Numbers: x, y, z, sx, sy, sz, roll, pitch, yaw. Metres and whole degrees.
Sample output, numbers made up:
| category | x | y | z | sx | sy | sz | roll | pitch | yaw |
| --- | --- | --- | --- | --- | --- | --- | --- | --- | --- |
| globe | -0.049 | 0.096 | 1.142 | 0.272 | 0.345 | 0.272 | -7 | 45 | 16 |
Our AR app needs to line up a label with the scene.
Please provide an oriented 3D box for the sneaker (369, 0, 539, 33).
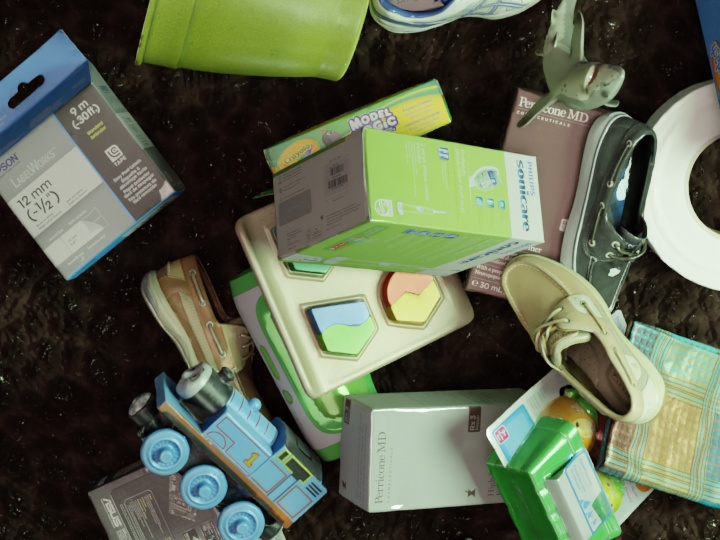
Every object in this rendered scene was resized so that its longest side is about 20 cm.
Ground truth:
| category | x | y | z | sx | sy | sz | roll | pitch | yaw |
| --- | --- | --- | --- | --- | --- | --- | --- | --- | --- |
| sneaker | 0.105 | -0.269 | 1.402 | 0.198 | 0.088 | 0.076 | -19 | 94 | 5 |

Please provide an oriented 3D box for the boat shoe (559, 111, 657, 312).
| category | x | y | z | sx | sy | sz | roll | pitch | yaw |
| --- | --- | --- | --- | --- | --- | --- | --- | --- | --- |
| boat shoe | 0.238 | -0.043 | 1.374 | 0.069 | 0.066 | 0.202 | 0 | 106 | -36 |

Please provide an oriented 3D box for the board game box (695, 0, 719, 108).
| category | x | y | z | sx | sy | sz | roll | pitch | yaw |
| --- | --- | --- | --- | --- | --- | --- | --- | --- | --- |
| board game box | 0.396 | -0.179 | 1.348 | 0.151 | 0.045 | 0.202 | 0 | 67 | -14 |

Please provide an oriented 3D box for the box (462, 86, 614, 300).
| category | x | y | z | sx | sy | sz | roll | pitch | yaw |
| --- | --- | --- | --- | --- | --- | --- | --- | --- | --- |
| box | 0.171 | -0.068 | 1.431 | 0.099 | 0.075 | 0.202 | 14 | 96 | 2 |

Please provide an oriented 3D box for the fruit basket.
| category | x | y | z | sx | sy | sz | roll | pitch | yaw |
| --- | --- | --- | --- | --- | --- | --- | --- | --- | --- |
| fruit basket | 0.221 | 0.168 | 1.403 | 0.199 | 0.093 | 0.186 | -35 | 113 | -24 |

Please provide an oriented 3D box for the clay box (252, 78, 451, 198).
| category | x | y | z | sx | sy | sz | roll | pitch | yaw |
| --- | --- | --- | --- | --- | --- | --- | --- | --- | --- |
| clay box | -0.012 | -0.125 | 1.415 | 0.198 | 0.115 | 0.048 | -21 | 95 | 6 |

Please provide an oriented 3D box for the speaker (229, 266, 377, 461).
| category | x | y | z | sx | sy | sz | roll | pitch | yaw |
| --- | --- | --- | --- | --- | --- | --- | --- | --- | --- |
| speaker | -0.051 | 0.082 | 1.460 | 0.088 | 0.088 | 0.201 | -27 | 95 | 7 |

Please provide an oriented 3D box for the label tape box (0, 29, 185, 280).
| category | x | y | z | sx | sy | sz | roll | pitch | yaw |
| --- | --- | --- | --- | --- | --- | --- | --- | --- | --- |
| label tape box | -0.290 | -0.114 | 1.461 | 0.143 | 0.066 | 0.201 | -37 | 95 | 8 |

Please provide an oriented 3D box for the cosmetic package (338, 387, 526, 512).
| category | x | y | z | sx | sy | sz | roll | pitch | yaw |
| --- | --- | --- | --- | --- | --- | --- | --- | --- | --- |
| cosmetic package | 0.084 | 0.170 | 1.429 | 0.198 | 0.074 | 0.103 | -2 | 98 | -25 |

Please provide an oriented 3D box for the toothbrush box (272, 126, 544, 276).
| category | x | y | z | sx | sy | sz | roll | pitch | yaw |
| --- | --- | --- | --- | --- | --- | --- | --- | --- | --- |
| toothbrush box | 0.042 | -0.056 | 1.332 | 0.199 | 0.145 | 0.087 | 7 | 73 | -35 |

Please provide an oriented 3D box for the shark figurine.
| category | x | y | z | sx | sy | sz | roll | pitch | yaw |
| --- | --- | --- | --- | --- | --- | --- | --- | --- | --- |
| shark figurine | 0.210 | -0.195 | 1.377 | 0.089 | 0.216 | 0.128 | 26 | 131 | -21 |

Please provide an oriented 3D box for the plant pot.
| category | x | y | z | sx | sy | sz | roll | pitch | yaw |
| --- | --- | --- | --- | --- | --- | --- | --- | --- | --- |
| plant pot | -0.092 | -0.264 | 1.376 | 0.191 | 0.200 | 0.202 | 14 | 98 | -10 |

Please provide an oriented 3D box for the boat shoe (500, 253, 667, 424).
| category | x | y | z | sx | sy | sz | roll | pitch | yaw |
| --- | --- | --- | --- | --- | --- | --- | --- | --- | --- |
| boat shoe | 0.191 | 0.059 | 1.342 | 0.200 | 0.065 | 0.072 | 50 | 116 | 25 |

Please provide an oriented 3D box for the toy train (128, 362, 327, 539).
| category | x | y | z | sx | sy | sz | roll | pitch | yaw |
| --- | --- | --- | --- | --- | --- | --- | --- | --- | --- |
| toy train | -0.127 | 0.171 | 1.416 | 0.114 | 0.087 | 0.200 | -42 | 110 | 4 |

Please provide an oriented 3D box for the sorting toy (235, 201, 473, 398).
| category | x | y | z | sx | sy | sz | roll | pitch | yaw |
| --- | --- | --- | --- | --- | --- | --- | --- | --- | --- |
| sorting toy | 0.000 | 0.000 | 1.423 | 0.199 | 0.036 | 0.187 | -25 | 94 | -22 |

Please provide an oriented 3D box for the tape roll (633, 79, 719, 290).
| category | x | y | z | sx | sy | sz | roll | pitch | yaw |
| --- | --- | --- | --- | --- | --- | --- | --- | --- | --- |
| tape roll | 0.357 | -0.084 | 1.417 | 0.200 | 0.071 | 0.205 | 1 | 97 | 5 |

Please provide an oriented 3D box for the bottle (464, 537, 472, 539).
| category | x | y | z | sx | sy | sz | roll | pitch | yaw |
| --- | --- | --- | --- | --- | --- | --- | --- | --- | --- |
| bottle | 0.047 | 0.349 | 1.496 | 0.200 | 0.065 | 0.084 | -40 | 92 | 8 |

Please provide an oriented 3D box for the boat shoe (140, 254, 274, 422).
| category | x | y | z | sx | sy | sz | roll | pitch | yaw |
| --- | --- | --- | --- | --- | --- | --- | --- | --- | --- |
| boat shoe | -0.138 | 0.074 | 1.471 | 0.071 | 0.076 | 0.201 | -33 | 96 | 5 |

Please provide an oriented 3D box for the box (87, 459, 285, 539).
| category | x | y | z | sx | sy | sz | roll | pitch | yaw |
| --- | --- | --- | --- | --- | --- | --- | --- | --- | --- |
| box | -0.163 | 0.276 | 1.511 | 0.157 | 0.048 | 0.201 | -25 | 95 | 5 |

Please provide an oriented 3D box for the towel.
| category | x | y | z | sx | sy | sz | roll | pitch | yaw |
| --- | --- | --- | --- | --- | --- | --- | --- | --- | --- |
| towel | 0.314 | 0.141 | 1.404 | 0.199 | 0.022 | 0.148 | 19 | 79 | -30 |
